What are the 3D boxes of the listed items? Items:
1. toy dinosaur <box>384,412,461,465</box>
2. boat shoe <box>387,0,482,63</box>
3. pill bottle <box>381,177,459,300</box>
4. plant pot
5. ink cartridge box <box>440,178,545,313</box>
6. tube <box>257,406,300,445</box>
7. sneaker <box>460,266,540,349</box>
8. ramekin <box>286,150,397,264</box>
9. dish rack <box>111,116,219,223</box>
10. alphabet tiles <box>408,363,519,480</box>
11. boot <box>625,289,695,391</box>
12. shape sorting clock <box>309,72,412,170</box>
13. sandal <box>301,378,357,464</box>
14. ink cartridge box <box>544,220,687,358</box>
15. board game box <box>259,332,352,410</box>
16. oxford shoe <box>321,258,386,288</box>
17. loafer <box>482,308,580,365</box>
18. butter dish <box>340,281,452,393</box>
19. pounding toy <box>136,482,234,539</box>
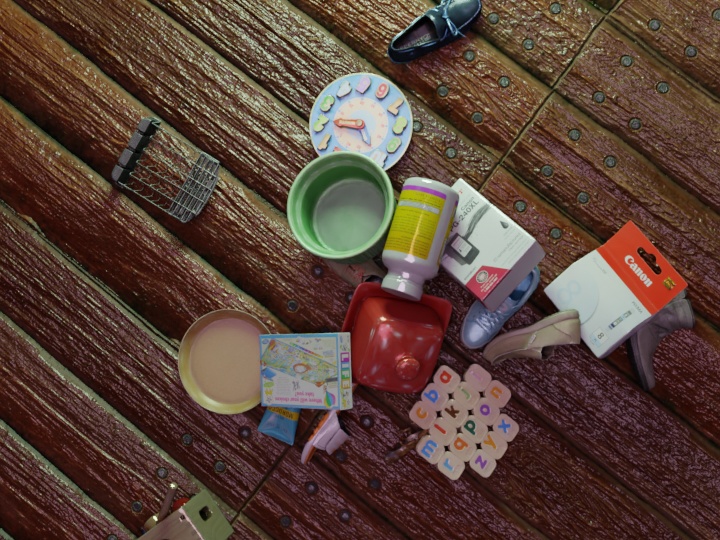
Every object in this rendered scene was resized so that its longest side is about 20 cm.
[{"bbox_3d":[0.135,0.303,1.758,0.199,0.061,0.107,-17,115,5],"label":"toy dinosaur"},{"bbox_3d":[0.143,-0.450,1.757,0.200,0.069,0.084,-37,85,4],"label":"boat shoe"},{"bbox_3d":[0.099,-0.054,1.644,0.103,0.104,0.201,17,82,7],"label":"pill bottle"},{"bbox_3d":[-0.253,0.175,1.810,0.198,0.027,0.202,0,90,6],"label":"plant pot"},{"bbox_3d":[0.209,-0.047,1.697,0.145,0.083,0.200,-48,60,3],"label":"ink cartridge box"},{"bbox_3d":[-0.133,0.226,1.789,0.077,0.050,0.201,20,96,22],"label":"tube"},{"bbox_3d":[0.254,0.061,1.726,0.074,0.082,0.200,38,93,7],"label":"sneaker"},{"bbox_3d":[-0.026,-0.107,1.711,0.198,0.098,0.202,-3,77,14],"label":"ramekin"},{"bbox_3d":[-0.374,-0.192,1.821,0.199,0.055,0.154,31,94,4],"label":"dish rack"},{"bbox_3d":[0.191,0.278,1.728,0.195,0.015,0.201,38,77,-9],"label":"alphabet tiles"},{"bbox_3d":[0.546,0.110,1.699,0.130,0.068,0.202,-11,87,6],"label":"boot"},{"bbox_3d":[0.001,-0.277,1.785,0.198,0.039,0.202,0,89,6],"label":"shape sorting clock"},{"bbox_3d":[-0.039,0.286,1.757,0.059,0.079,0.207,34,91,9],"label":"sandal"},{"bbox_3d":[0.452,0.033,1.674,0.200,0.047,0.160,-46,65,22],"label":"ink cartridge box"},{"bbox_3d":[-0.102,0.182,1.711,0.199,0.034,0.136,-4,87,39],"label":"board game box"},{"bbox_3d":[0.000,0.000,1.760,0.199,0.075,0.071,35,93,6],"label":"oxford shoe"},{"bbox_3d":[0.311,0.133,1.694,0.199,0.075,0.069,-29,71,31],"label":"loafer"},{"bbox_3d":[0.068,0.146,1.675,0.198,0.148,0.201,13,108,-18],"label":"butter dish"},{"bbox_3d":[-0.345,0.482,1.727,0.184,0.200,0.143,-37,85,4],"label":"pounding toy"}]
